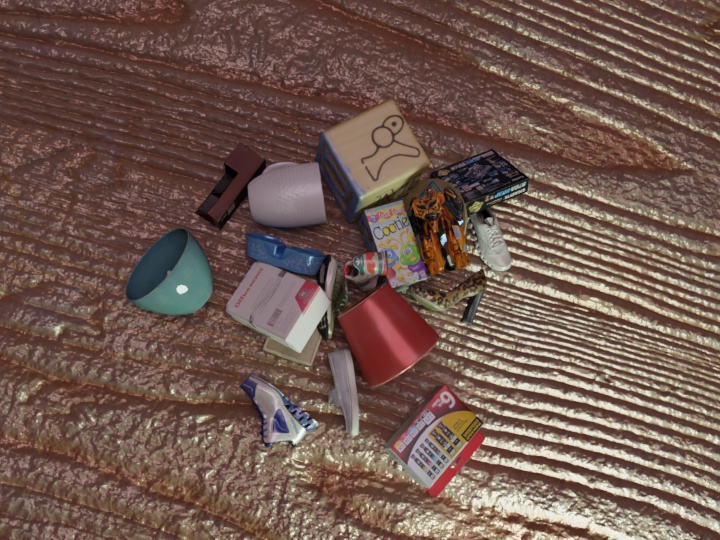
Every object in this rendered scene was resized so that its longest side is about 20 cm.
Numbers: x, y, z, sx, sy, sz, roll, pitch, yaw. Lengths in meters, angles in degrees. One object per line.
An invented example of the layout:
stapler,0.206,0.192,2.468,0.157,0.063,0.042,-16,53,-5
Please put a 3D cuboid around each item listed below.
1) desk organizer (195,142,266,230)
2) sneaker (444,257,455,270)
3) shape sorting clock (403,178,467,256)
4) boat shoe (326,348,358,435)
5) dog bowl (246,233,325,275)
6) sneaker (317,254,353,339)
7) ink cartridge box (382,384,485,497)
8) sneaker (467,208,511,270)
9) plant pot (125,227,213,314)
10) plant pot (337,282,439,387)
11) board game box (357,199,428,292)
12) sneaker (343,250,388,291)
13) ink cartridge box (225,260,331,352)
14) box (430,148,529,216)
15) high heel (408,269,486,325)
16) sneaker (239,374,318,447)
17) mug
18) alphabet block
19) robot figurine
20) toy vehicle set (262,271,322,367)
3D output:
desk organizer,-0.318,-0.206,1.677,0.077,0.072,0.201,33,74,2
sneaker,0.225,-0.100,1.736,0.079,0.074,0.202,-7,79,-12
shape sorting clock,0.179,-0.124,1.689,0.039,0.199,0.202,1,74,-45
boat shoe,-0.043,0.287,1.612,0.071,0.070,0.202,-8,74,0
dog bowl,-0.183,-0.038,1.630,0.199,0.111,0.050,18,99,11
sneaker,-0.055,0.065,1.632,0.088,0.077,0.202,9,80,-25
ink cartridge box,0.186,0.401,1.607,0.176,0.084,0.200,44,74,2
sneaker,0.327,-0.092,1.747,0.075,0.081,0.201,-26,84,-15
plant pot,-0.415,0.023,1.563,0.135,0.200,0.201,44,71,-33
plant pot,0.053,0.139,1.582,0.200,0.200,0.178,-35,90,-15
board game box,0.078,-0.053,1.685,0.102,0.105,0.201,-16,81,-13
sneaker,0.000,0.000,1.609,0.093,0.200,0.071,0,75,-13
ink cartridge box,-0.189,0.080,1.576,0.199,0.085,0.146,22,72,32
box,0.300,-0.225,1.740,0.199,0.046,0.159,-23,46,-18
high heel,0.218,0.035,1.699,0.199,0.071,0.144,24,80,-20
sneaker,-0.205,0.335,1.563,0.199,0.081,0.115,38,72,-1
mug,-0.181,-0.195,1.670,0.174,0.148,0.201,-8,48,-3
alphabet block,0.023,-0.265,1.679,0.199,0.196,0.196,-28,84,-14
robot figurine,0.184,-0.097,1.612,0.144,0.058,0.201,-15,95,32
toy vehicle set,-0.143,0.117,1.651,0.123,0.027,0.201,21,75,-4
